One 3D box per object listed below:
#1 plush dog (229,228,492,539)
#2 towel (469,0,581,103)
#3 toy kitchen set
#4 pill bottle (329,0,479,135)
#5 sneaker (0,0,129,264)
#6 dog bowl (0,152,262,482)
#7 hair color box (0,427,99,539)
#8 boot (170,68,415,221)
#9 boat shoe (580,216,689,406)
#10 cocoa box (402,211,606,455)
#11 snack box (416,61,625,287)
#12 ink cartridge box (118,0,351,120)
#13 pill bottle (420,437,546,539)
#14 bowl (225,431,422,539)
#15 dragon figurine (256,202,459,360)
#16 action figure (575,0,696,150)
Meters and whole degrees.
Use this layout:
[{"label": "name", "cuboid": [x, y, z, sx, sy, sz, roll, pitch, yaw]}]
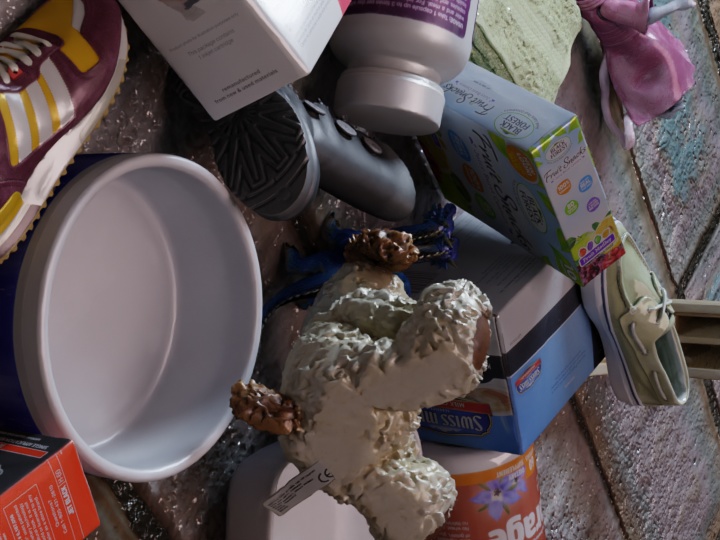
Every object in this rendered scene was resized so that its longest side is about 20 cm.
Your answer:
[{"label": "plush dog", "cuboid": [-0.002, 0.068, 1.032, 0.172, 0.160, 0.201, -84, -177, -64]}, {"label": "towel", "cuboid": [0.143, -0.232, 1.377, 0.200, 0.036, 0.149, 41, 59, -49]}, {"label": "toy kitchen set", "cuboid": [0.289, 0.024, 1.484, 0.200, 0.180, 0.164, 3, 90, -59]}, {"label": "pill bottle", "cuboid": [0.036, -0.210, 1.160, 0.112, 0.112, 0.201, 22, 75, -53]}, {"label": "sneaker", "cuboid": [-0.201, -0.100, 0.865, 0.090, 0.075, 0.201, 53, 51, -50]}, {"label": "dog bowl", "cuboid": [-0.152, 0.027, 0.944, 0.200, 0.079, 0.201, -7, 99, -55]}, {"label": "hair color box", "cuboid": [-0.245, 0.159, 0.805, 0.200, 0.101, 0.062, -41, 126, -46]}, {"label": "boot", "cuboid": [-0.027, -0.070, 1.061, 0.066, 0.165, 0.200, -40, 145, 13]}, {"label": "boat shoe", "cuboid": [0.235, 0.035, 1.280, 0.072, 0.062, 0.201, -58, 139, -37]}, {"label": "cocoa box", "cuboid": [0.115, 0.044, 1.278, 0.200, 0.133, 0.132, -40, 126, -46]}, {"label": "snack box", "cuboid": [0.114, -0.088, 1.211, 0.053, 0.200, 0.142, -38, 128, -12]}, {"label": "ink cartridge box", "cuboid": [-0.097, -0.219, 0.932, 0.200, 0.083, 0.145, 52, 39, -23]}, {"label": "pill bottle", "cuboid": [0.103, 0.225, 1.298, 0.112, 0.112, 0.201, -33, 119, -49]}, {"label": "bowl", "cuboid": [-0.032, 0.212, 1.137, 0.200, 0.074, 0.201, -7, 99, -54]}, {"label": "dragon figurine", "cuboid": [0.000, 0.000, 1.140, 0.200, 0.099, 0.059, -37, 122, -47]}, {"label": "action figure", "cuboid": [0.251, -0.246, 1.507, 0.149, 0.134, 0.200, -42, 126, 9]}]
